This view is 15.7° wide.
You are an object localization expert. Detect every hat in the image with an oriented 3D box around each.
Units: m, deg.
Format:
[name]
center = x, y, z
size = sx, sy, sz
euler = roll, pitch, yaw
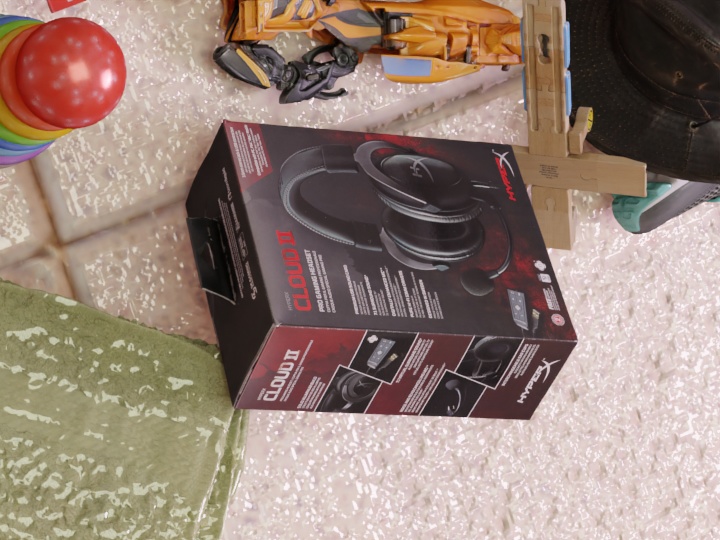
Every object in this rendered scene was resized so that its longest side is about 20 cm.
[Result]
[hat]
center = 0.202, -0.146, 1.505
size = 0.200, 0.081, 0.201
euler = -2, 72, 7

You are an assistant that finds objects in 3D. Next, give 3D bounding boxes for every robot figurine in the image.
[robot figurine]
center = 0.004, -0.168, 1.481
size = 0.199, 0.058, 0.146
euler = -1, 90, -24

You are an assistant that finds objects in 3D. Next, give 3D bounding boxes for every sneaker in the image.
[sneaker]
center = 0.242, -0.067, 1.579
size = 0.200, 0.078, 0.091
euler = -33, 108, -18

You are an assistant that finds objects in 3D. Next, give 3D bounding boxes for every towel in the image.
[towel]
center = -0.159, 0.087, 1.389
size = 0.199, 0.036, 0.149
euler = 16, 69, -10

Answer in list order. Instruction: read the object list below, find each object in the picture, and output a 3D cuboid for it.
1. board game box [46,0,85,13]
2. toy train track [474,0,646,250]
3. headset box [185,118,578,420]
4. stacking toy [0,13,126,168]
[board game box]
center = -0.097, -0.237, 1.369
size = 0.199, 0.046, 0.152
euler = -21, 135, 0
[toy train track]
center = 0.110, -0.100, 1.495
size = 0.033, 0.114, 0.200
euler = -66, 157, -46
[headset box]
center = 0.000, 0.000, 1.431
size = 0.199, 0.077, 0.149
euler = 5, 48, -24
[stacking toy]
center = -0.165, -0.097, 1.331
size = 0.085, 0.200, 0.086
euler = 0, 90, -24
